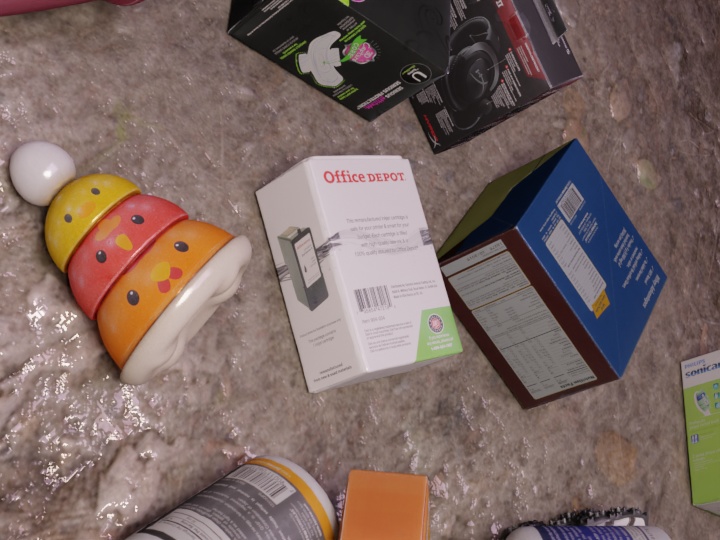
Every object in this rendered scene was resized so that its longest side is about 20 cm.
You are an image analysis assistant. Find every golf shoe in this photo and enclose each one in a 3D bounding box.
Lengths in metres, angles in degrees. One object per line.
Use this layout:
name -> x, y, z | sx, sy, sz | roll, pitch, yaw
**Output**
golf shoe -> 0.233, 0.302, 1.142 | 0.198, 0.077, 0.096 | -3, 78, -35

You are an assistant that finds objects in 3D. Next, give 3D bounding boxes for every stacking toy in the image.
stacking toy -> -0.197, -0.023, 0.841 | 0.199, 0.146, 0.146 | 40, 45, 0

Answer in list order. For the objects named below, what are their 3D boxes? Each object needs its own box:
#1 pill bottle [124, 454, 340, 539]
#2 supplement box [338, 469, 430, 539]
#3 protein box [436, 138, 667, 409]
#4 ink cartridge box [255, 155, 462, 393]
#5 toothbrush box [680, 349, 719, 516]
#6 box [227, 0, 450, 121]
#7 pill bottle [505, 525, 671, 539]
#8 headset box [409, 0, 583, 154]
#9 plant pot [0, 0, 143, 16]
pill bottle -> -0.113, 0.227, 0.793 | 0.199, 0.116, 0.118 | -27, 91, -47
supplement box -> 0.023, 0.233, 0.880 | 0.201, 0.065, 0.070 | 85, 10, -54
protein box -> 0.212, 0.004, 1.205 | 0.201, 0.134, 0.199 | 53, 43, -12
ink cartridge box -> 0.000, 0.000, 1.032 | 0.144, 0.084, 0.203 | -6, 76, -46
toothbrush box -> 0.506, 0.224, 1.436 | 0.145, 0.086, 0.203 | 25, 57, -35
box -> -0.015, -0.279, 1.114 | 0.199, 0.124, 0.150 | 27, 54, -35
pill bottle -> 0.189, 0.300, 1.010 | 0.197, 0.120, 0.121 | 2, 66, -8
headset box -> 0.138, -0.240, 1.195 | 0.077, 0.199, 0.150 | -25, 89, -47
plant pot -> -0.250, -0.290, 0.849 | 0.178, 0.199, 0.202 | -35, 97, -32
